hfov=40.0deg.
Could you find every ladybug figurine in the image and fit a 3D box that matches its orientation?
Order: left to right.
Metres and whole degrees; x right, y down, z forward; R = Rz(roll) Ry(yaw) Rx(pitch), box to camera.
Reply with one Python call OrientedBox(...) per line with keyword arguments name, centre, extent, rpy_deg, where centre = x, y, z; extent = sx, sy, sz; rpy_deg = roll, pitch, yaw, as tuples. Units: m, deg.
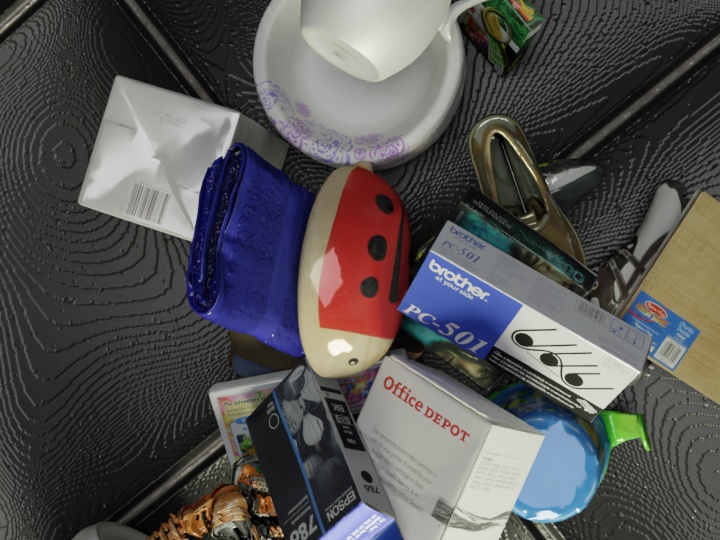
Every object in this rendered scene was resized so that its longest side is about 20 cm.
OrientedBox(name="ladybug figurine", centre=(0.000, 0.000, 0.894), extent=(0.072, 0.136, 0.201), rpy_deg=(4, 89, 27))

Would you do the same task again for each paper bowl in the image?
OrientedBox(name="paper bowl", centre=(0.003, -0.197, 0.962), extent=(0.200, 0.104, 0.202), rpy_deg=(0, 91, 9))

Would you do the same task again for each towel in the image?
OrientedBox(name="towel", centre=(-0.080, -0.009, 0.873), extent=(0.049, 0.200, 0.148), rpy_deg=(5, 76, 28))

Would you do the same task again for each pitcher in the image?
OrientedBox(name="pitcher", centre=(0.054, -0.256, 0.853), extent=(0.171, 0.121, 0.200), rpy_deg=(31, 84, -6))

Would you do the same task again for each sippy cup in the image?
OrientedBox(name="sippy cup", centre=(0.171, 0.174, 0.926), extent=(0.140, 0.130, 0.178), rpy_deg=(39, 95, 6))

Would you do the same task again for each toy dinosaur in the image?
OrientedBox(name="toy dinosaur", centre=(-0.114, 0.247, 0.939), extent=(0.199, 0.102, 0.136), rpy_deg=(-13, 89, 3))

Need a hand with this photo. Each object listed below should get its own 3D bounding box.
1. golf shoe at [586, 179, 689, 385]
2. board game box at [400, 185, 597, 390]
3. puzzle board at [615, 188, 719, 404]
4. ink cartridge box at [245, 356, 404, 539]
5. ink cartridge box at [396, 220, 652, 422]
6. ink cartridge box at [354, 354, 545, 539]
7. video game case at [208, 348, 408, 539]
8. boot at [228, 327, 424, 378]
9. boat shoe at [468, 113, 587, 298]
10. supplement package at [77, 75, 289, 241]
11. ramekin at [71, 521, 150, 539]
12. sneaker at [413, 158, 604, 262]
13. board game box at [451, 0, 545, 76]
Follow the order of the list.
OrientedBox(name="golf shoe", centre=(0.253, 0.004, 0.940), extent=(0.094, 0.078, 0.201), rpy_deg=(16, 92, 9))
OrientedBox(name="board game box", centre=(0.111, 0.024, 0.912), extent=(0.135, 0.200, 0.028), rpy_deg=(35, 53, 2))
OrientedBox(name="puzzle board", centre=(0.336, 0.037, 0.914), extent=(0.200, 0.017, 0.151), rpy_deg=(30, 96, -22))
OrientedBox(name="ink cartridge box", centre=(-0.036, 0.184, 0.875), extent=(0.099, 0.039, 0.200), rpy_deg=(-47, 48, 23))
OrientedBox(name="ink cartridge box", centre=(0.138, 0.046, 0.853), extent=(0.200, 0.094, 0.044), rpy_deg=(31, 51, 4))
OrientedBox(name="ink cartridge box", centre=(0.052, 0.196, 0.869), extent=(0.147, 0.083, 0.201), rpy_deg=(30, 98, 48))
OrientedBox(name="video game case", centre=(-0.032, 0.180, 0.984), extent=(0.199, 0.024, 0.183), rpy_deg=(-11, 107, 9))
OrientedBox(name="boot", centre=(-0.041, 0.078, 1.002), extent=(0.199, 0.075, 0.097), rpy_deg=(18, 116, 2))
OrientedBox(name="boat shoe", centre=(0.150, -0.042, 0.886), extent=(0.071, 0.076, 0.200), rpy_deg=(-28, 103, 9))
OrientedBox(name="supplement package", centre=(-0.158, -0.095, 0.939), extent=(0.121, 0.200, 0.120), rpy_deg=(18, 93, 8))
OrientedBox(name="ramekin", centre=(-0.221, 0.334, 0.959), extent=(0.200, 0.200, 0.105), rpy_deg=(34, 86, 7))
OrientedBox(name="sneaker", centre=(0.153, -0.038, 0.966), extent=(0.200, 0.074, 0.085), rpy_deg=(-30, 101, 11))
OrientedBox(name="board game box", centre=(0.092, -0.287, 0.948), extent=(0.023, 0.105, 0.200), rpy_deg=(-37, 84, -16))
